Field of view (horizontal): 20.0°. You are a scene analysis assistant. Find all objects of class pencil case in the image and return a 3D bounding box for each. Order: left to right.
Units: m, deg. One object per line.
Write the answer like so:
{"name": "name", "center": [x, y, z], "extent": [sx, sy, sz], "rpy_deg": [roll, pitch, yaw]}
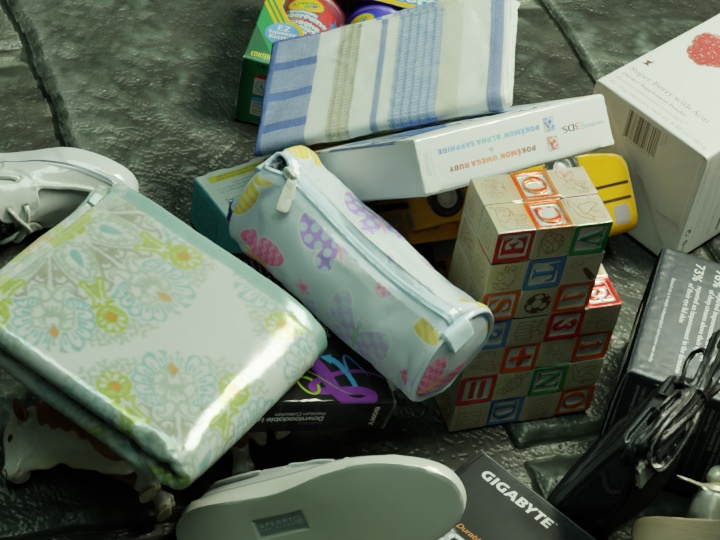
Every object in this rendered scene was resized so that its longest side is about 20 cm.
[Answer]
{"name": "pencil case", "center": [0.000, 0.000, 1.413], "extent": [0.083, 0.091, 0.200], "rpy_deg": [-32, 65, -35]}

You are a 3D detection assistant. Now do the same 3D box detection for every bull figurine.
{"name": "bull figurine", "center": [-0.147, 0.108, 1.413], "extent": [0.200, 0.065, 0.121], "rpy_deg": [-25, 59, -30]}

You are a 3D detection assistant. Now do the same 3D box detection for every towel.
{"name": "towel", "center": [-0.144, 0.040, 1.349], "extent": [0.200, 0.048, 0.171], "rpy_deg": [33, 47, 13]}
{"name": "towel", "center": [0.022, -0.147, 1.531], "extent": [0.199, 0.024, 0.147], "rpy_deg": [-11, 39, 14]}

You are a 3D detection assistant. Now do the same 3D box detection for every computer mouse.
{"name": "computer mouse", "center": [0.192, 0.128, 1.383], "extent": [0.053, 0.200, 0.139], "rpy_deg": [42, 56, 3]}

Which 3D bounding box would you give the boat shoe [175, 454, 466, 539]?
{"name": "boat shoe", "center": [-0.023, 0.154, 1.352], "extent": [0.199, 0.072, 0.069], "rpy_deg": [-18, 19, 21]}

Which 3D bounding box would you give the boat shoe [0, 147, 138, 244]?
{"name": "boat shoe", "center": [-0.270, -0.050, 1.552], "extent": [0.199, 0.074, 0.066], "rpy_deg": [1, 48, 3]}

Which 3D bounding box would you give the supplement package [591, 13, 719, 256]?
{"name": "supplement package", "center": [0.290, -0.119, 1.700], "extent": [0.200, 0.120, 0.121], "rpy_deg": [-30, 56, -36]}

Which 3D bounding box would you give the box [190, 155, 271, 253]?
{"name": "box", "center": [-0.046, -0.004, 1.560], "extent": [0.082, 0.049, 0.200], "rpy_deg": [-20, 52, -28]}

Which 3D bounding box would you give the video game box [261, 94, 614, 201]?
{"name": "video game box", "center": [0.055, -0.087, 1.516], "extent": [0.182, 0.047, 0.200], "rpy_deg": [-13, 6, -35]}

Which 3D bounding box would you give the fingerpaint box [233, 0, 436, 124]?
{"name": "fingerpaint box", "center": [0.010, -0.182, 1.738], "extent": [0.199, 0.074, 0.167], "rpy_deg": [15, 44, 3]}

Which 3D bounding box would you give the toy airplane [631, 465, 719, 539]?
{"name": "toy airplane", "center": [0.305, 0.184, 1.372], "extent": [0.200, 0.199, 0.141], "rpy_deg": [47, 26, 20]}

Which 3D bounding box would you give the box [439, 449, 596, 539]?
{"name": "box", "center": [0.086, 0.235, 1.345], "extent": [0.200, 0.050, 0.198], "rpy_deg": [38, 51, 26]}

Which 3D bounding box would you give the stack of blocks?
{"name": "stack of blocks", "center": [0.123, 0.021, 1.462], "extent": [0.115, 0.200, 0.059], "rpy_deg": [-8, 46, -18]}

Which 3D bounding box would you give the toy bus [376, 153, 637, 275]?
{"name": "toy bus", "center": [0.116, -0.047, 1.612], "extent": [0.199, 0.079, 0.065], "rpy_deg": [-15, 6, -25]}

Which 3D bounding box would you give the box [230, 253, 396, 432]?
{"name": "box", "center": [-0.088, 0.049, 1.420], "extent": [0.199, 0.036, 0.143], "rpy_deg": [0, 47, -21]}

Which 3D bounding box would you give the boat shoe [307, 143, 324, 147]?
{"name": "boat shoe", "center": [0.024, -0.151, 1.621], "extent": [0.200, 0.068, 0.075], "rpy_deg": [-37, 71, -19]}

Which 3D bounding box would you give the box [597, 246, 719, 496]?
{"name": "box", "center": [0.289, 0.091, 1.496], "extent": [0.199, 0.105, 0.148], "rpy_deg": [19, 43, 7]}
